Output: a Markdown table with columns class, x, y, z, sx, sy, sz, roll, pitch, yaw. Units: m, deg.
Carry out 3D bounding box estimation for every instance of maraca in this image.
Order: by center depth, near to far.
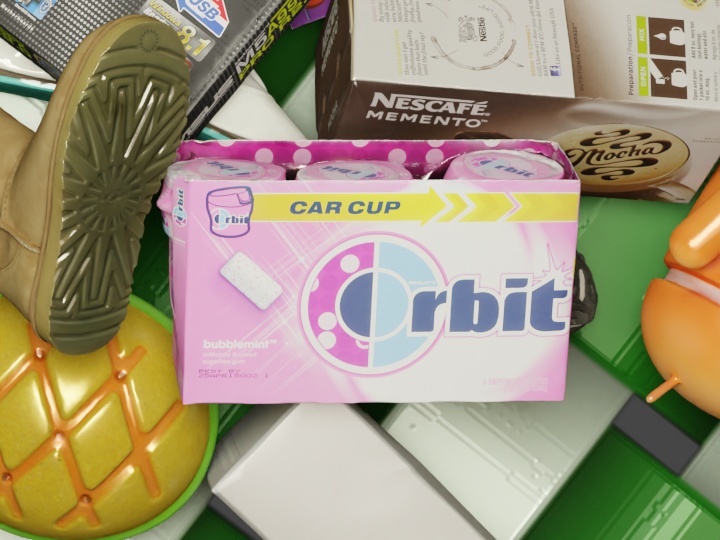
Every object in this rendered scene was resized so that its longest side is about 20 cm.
| class | x | y | z | sx | sy | sz | roll | pitch | yaw |
| --- | --- | --- | --- | --- | --- | --- | --- | --- | --- |
| maraca | -0.170 | 0.066 | 1.410 | 0.199 | 0.107 | 0.138 | 15 | 95 | -6 |

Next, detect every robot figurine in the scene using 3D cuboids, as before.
| class | x | y | z | sx | sy | sz | roll | pitch | yaw |
| --- | --- | --- | --- | --- | --- | --- | --- | --- | --- |
| robot figurine | 0.218 | -0.004 | 1.433 | 0.116 | 0.144 | 0.200 | 31 | 88 | 5 |

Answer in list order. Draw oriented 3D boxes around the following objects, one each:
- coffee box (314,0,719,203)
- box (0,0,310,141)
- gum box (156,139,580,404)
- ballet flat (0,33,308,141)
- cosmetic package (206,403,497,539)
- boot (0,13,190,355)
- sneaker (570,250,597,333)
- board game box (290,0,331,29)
| class | x | y | z | sx | sy | sz | roll | pitch | yaw |
| --- | --- | --- | --- | --- | --- | --- | --- | --- | --- |
| coffee box | 0.082 | -0.097 | 1.402 | 0.199 | 0.113 | 0.080 | 4 | 66 | -9 |
| box | -0.122 | -0.174 | 1.388 | 0.200 | 0.044 | 0.160 | 38 | 83 | 11 |
| gum box | 0.000 | 0.000 | 1.350 | 0.199 | 0.066 | 0.114 | 0 | 110 | -8 |
| ballet flat | -0.109 | -0.103 | 1.427 | 0.199 | 0.069 | 0.070 | 17 | 93 | -3 |
| cosmetic package | 0.016 | 0.143 | 1.435 | 0.200 | 0.107 | 0.090 | 42 | 89 | -5 |
| boot | -0.179 | -0.072 | 1.344 | 0.066 | 0.200 | 0.176 | 0 | 115 | -45 |
| sneaker | 0.024 | 0.005 | 1.445 | 0.199 | 0.079 | 0.074 | 5 | 58 | -10 |
| board game box | -0.020 | -0.234 | 1.407 | 0.120 | 0.032 | 0.201 | -17 | 98 | 40 |
